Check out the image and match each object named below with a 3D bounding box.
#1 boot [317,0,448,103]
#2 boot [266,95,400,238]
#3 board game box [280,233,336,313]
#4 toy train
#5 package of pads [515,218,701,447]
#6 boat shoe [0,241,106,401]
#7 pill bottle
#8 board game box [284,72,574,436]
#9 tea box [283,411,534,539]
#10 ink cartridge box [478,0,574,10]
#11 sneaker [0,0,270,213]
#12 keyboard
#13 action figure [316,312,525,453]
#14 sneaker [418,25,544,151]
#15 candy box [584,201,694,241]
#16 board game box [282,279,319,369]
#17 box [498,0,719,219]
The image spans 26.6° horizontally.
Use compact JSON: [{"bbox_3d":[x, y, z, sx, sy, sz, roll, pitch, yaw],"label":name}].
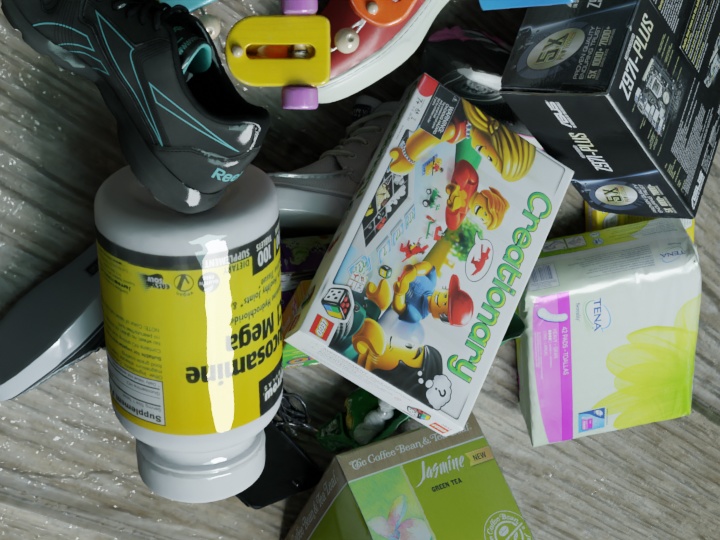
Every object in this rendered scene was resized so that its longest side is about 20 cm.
[{"bbox_3d":[0.006,-0.213,0.956,0.200,0.072,0.145,-46,138,-7],"label":"boot"},{"bbox_3d":[-0.007,-0.072,1.050,0.198,0.073,0.097,5,79,-44],"label":"boot"},{"bbox_3d":[0.000,0.000,1.071,0.197,0.033,0.120,-6,170,-13],"label":"board game box"},{"bbox_3d":[-0.048,-0.184,0.909,0.198,0.056,0.152,26,95,-6],"label":"toy train"},{"bbox_3d":[0.210,0.054,1.291,0.152,0.069,0.201,-11,134,-2],"label":"package of pads"},{"bbox_3d":[-0.167,0.023,1.018,0.199,0.073,0.068,-46,128,-11],"label":"boat shoe"},{"bbox_3d":[-0.104,0.039,0.951,0.111,0.112,0.202,-15,122,-25],"label":"pill bottle"},{"bbox_3d":[0.048,-0.012,0.993,0.125,0.035,0.202,30,69,-13],"label":"board game box"},{"bbox_3d":[0.047,0.254,1.228,0.132,0.198,0.200,-16,157,-25],"label":"tea box"},{"bbox_3d":[0.093,-0.273,0.907,0.117,0.067,0.201,-56,135,-39],"label":"ink cartridge box"},{"bbox_3d":[-0.126,-0.131,0.854,0.079,0.201,0.075,-36,-174,37],"label":"sneaker"},{"bbox_3d":[-0.089,0.116,1.190,0.103,0.040,0.200,-21,140,13],"label":"keyboard"},{"bbox_3d":[0.038,0.079,1.207,0.055,0.119,0.200,37,110,-21],"label":"action figure"},{"bbox_3d":[0.114,-0.108,1.109,0.199,0.080,0.087,15,115,-41],"label":"sneaker"},{"bbox_3d":[0.237,-0.044,1.290,0.101,0.026,0.202,-25,135,-16],"label":"candy box"},{"bbox_3d":[-0.010,0.037,1.097,0.094,0.030,0.200,-8,164,-13],"label":"board game box"},{"bbox_3d":[0.194,-0.163,1.053,0.164,0.085,0.202,41,64,-48],"label":"box"}]
